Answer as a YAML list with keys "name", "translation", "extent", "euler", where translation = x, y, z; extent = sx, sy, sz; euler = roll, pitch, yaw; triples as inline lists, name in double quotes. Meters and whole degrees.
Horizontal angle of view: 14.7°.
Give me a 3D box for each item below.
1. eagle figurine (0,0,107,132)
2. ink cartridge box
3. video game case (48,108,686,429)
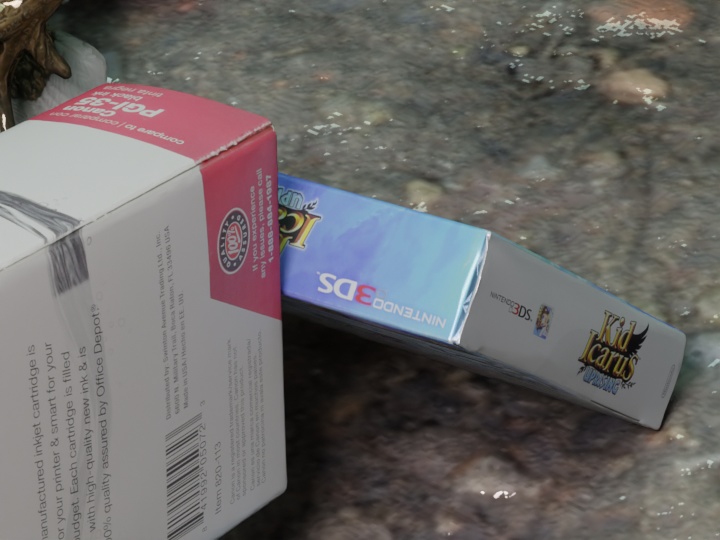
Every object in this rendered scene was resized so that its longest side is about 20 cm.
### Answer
- name: "eagle figurine"
  translation: [-0.192, -0.158, 1.301]
  extent: [0.151, 0.151, 0.200]
  euler: [12, 25, -34]
- name: "ink cartridge box"
  translation: [-0.114, 0.039, 0.921]
  extent: [0.082, 0.147, 0.200]
  euler: [16, 29, 31]
- name: "video game case"
  translation: [0.000, 0.000, 1.066]
  extent: [0.199, 0.181, 0.046]
  euler: [16, 87, 31]
